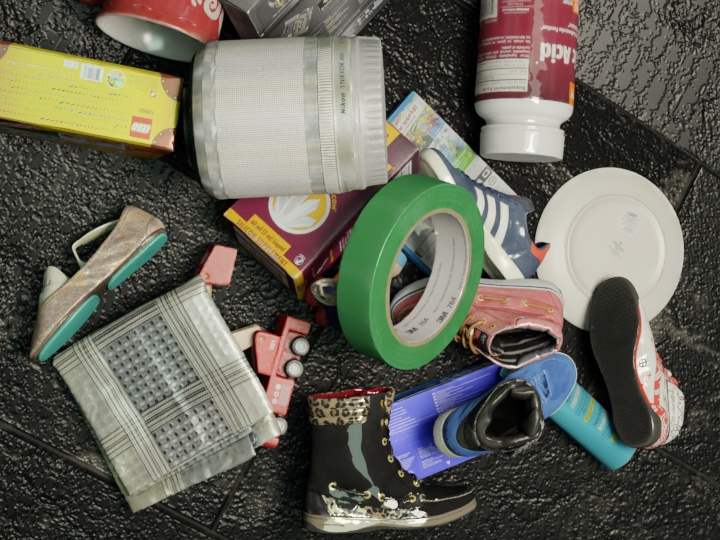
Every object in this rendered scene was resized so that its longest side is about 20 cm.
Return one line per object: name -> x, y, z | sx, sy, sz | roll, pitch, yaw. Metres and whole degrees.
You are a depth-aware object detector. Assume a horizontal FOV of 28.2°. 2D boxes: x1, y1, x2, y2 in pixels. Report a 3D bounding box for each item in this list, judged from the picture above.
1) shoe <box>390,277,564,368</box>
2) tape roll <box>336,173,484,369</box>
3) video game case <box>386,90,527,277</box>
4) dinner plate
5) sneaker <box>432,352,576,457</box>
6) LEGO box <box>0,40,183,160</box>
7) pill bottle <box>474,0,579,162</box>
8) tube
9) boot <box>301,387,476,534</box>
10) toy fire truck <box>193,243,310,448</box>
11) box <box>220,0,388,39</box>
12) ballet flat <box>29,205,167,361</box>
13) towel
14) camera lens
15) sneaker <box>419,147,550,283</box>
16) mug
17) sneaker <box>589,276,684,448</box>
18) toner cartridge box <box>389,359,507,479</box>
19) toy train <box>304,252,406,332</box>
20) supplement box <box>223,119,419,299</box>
shoe -> 0.128, 0.058, 1.595 | 0.198, 0.091, 0.072 | -2, 122, 7
tape roll -> 0.055, 0.001, 1.500 | 0.200, 0.048, 0.202 | -26, 125, -44
video game case -> 0.084, -0.086, 1.655 | 0.200, 0.018, 0.143 | 44, 79, -13
dinner plate -> 0.304, -0.023, 1.720 | 0.199, 0.024, 0.202 | 0, 90, -18
sneaker -> 0.183, 0.145, 1.568 | 0.199, 0.111, 0.077 | -23, 93, -29
LEGO box -> -0.294, -0.172, 1.470 | 0.199, 0.149, 0.078 | 10, 88, -16
pill bottle -> 0.189, -0.229, 1.636 | 0.113, 0.114, 0.202 | 3, 89, -17
tube -> 0.241, 0.155, 1.682 | 0.200, 0.050, 0.078 | 41, 41, -16
boot -> 0.030, 0.205, 1.568 | 0.198, 0.073, 0.152 | -3, 92, -12
toy fire truck -> -0.131, 0.083, 1.572 | 0.140, 0.049, 0.201 | 17, 87, -15
box -> -0.047, -0.306, 1.549 | 0.200, 0.048, 0.159 | -49, 147, -11
ballet flat -> -0.294, 0.008, 1.523 | 0.067, 0.068, 0.200 | 42, 73, 7
towel -> -0.205, 0.136, 1.529 | 0.192, 0.035, 0.201 | -28, 96, 2
camera lens -> -0.074, -0.156, 1.457 | 0.198, 0.160, 0.161 | -2, 91, 2
sneaker -> 0.143, -0.074, 1.627 | 0.084, 0.075, 0.200 | -43, 112, -11
mug -> -0.209, -0.344, 1.508 | 0.176, 0.133, 0.201 | 17, 82, -18
sneaker -> 0.330, 0.111, 1.703 | 0.108, 0.067, 0.203 | 9, 68, -57
toner cartridge box -> 0.082, 0.179, 1.642 | 0.199, 0.043, 0.096 | -19, 95, -16
toy train -> 0.000, 0.000, 1.541 | 0.084, 0.200, 0.116 | 24, 75, 15
supplement box -> -0.040, -0.084, 1.562 | 0.110, 0.086, 0.200 | 41, 79, 12
